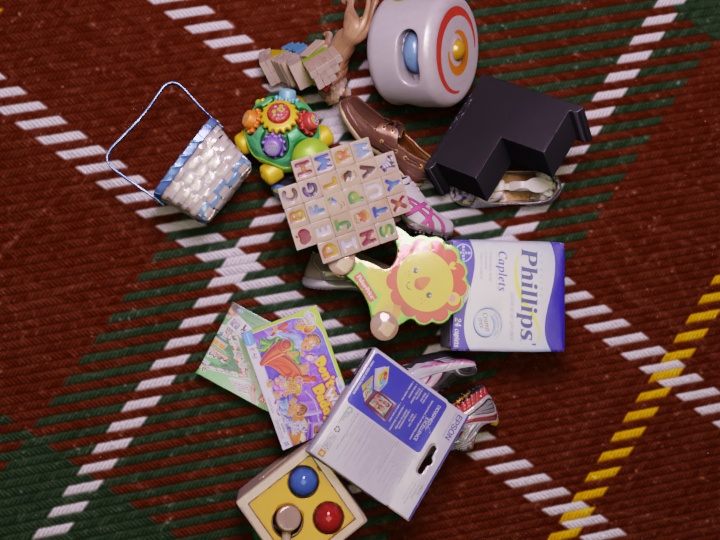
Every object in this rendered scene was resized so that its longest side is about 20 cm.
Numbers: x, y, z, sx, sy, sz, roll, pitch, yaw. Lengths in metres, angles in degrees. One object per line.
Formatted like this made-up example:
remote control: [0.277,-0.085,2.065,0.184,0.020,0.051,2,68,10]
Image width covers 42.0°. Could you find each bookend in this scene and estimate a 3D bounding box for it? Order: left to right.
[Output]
bookend: [0.244,-0.195,1.547,0.198,0.092,0.200,25,76,33]

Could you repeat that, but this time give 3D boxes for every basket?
basket: [-0.291,-0.181,1.528,0.200,0.139,0.177,42,83,-11]

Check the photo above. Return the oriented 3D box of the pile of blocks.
pile of blocks: [-0.092,-0.335,1.556,0.082,0.199,0.063,-45,130,-21]

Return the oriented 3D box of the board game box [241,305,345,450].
board game box: [-0.101,0.175,1.552,0.133,0.045,0.203,-20,89,-7]

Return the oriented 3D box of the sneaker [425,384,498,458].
sneaker: [0.152,0.283,1.585,0.199,0.078,0.083,-37,93,-6]

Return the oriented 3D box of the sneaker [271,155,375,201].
sneaker: [-0.054,-0.153,1.595,0.196,0.071,0.084,-10,66,-3]

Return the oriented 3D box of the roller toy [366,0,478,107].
roller toy: [0.111,-0.361,1.541,0.138,0.200,0.185,9,69,33]

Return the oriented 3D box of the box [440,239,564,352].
box: [0.239,0.042,1.590,0.196,0.105,0.188,1,88,-6]

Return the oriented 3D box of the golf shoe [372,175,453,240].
golf shoe: [0.086,-0.108,1.567,0.198,0.072,0.094,19,83,-36]

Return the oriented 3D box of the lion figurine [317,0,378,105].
lion figurine: [-0.024,-0.379,1.557,0.071,0.201,0.124,13,53,-11]

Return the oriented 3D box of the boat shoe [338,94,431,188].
boat shoe: [0.049,-0.228,1.588,0.200,0.072,0.067,44,129,-6]

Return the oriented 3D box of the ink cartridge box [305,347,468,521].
ink cartridge box: [0.044,0.263,1.513,0.199,0.047,0.199,37,76,-11]

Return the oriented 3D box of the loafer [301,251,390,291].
loafer: [0.000,0.000,1.582,0.196,0.075,0.071,3,92,-5]

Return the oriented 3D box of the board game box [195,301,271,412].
board game box: [-0.160,0.159,1.583,0.198,0.029,0.136,29,86,-4]

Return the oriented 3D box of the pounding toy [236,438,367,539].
pounding toy: [-0.105,0.410,1.521,0.199,0.142,0.185,-36,91,-6]

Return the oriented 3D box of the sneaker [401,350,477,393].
sneaker: [0.103,0.197,1.594,0.197,0.080,0.088,-13,101,2]

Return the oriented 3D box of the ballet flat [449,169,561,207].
ballet flat: [0.254,-0.146,1.617,0.196,0.072,0.073,-1,88,-5]

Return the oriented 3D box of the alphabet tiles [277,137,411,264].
alphabet tiles: [-0.024,-0.111,1.480,0.197,0.006,0.169,-19,96,-11]

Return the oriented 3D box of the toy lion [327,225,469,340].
toy lion: [0.070,0.008,1.516,0.190,0.069,0.201,-35,84,-3]

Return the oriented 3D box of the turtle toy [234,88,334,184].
turtle toy: [-0.116,-0.218,1.540,0.145,0.101,0.200,-36,68,-13]
